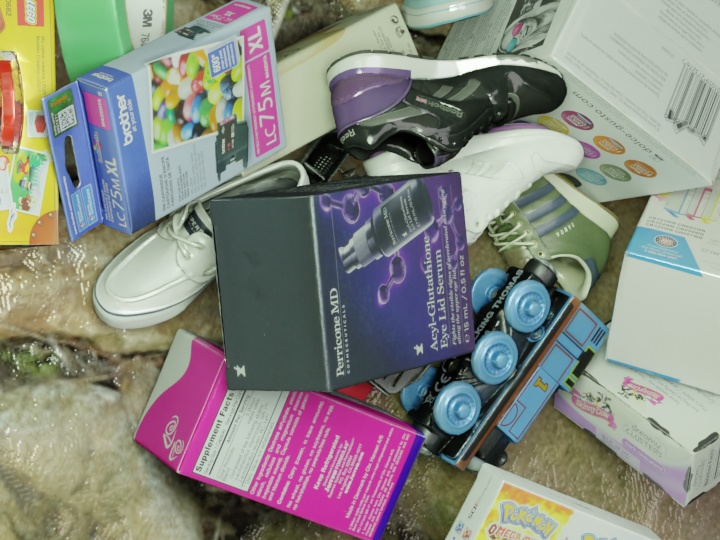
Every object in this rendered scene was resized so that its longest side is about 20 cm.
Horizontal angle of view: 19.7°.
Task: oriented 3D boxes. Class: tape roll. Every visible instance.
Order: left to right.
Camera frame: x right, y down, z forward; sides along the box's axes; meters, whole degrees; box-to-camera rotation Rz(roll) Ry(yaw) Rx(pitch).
[{"bbox_3d":[-0.184,-0.220,1.563,0.048,0.200,0.203,-2,90,7],"label":"tape roll"}]

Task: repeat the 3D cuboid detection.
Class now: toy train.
[{"bbox_3d":[0.122,0.088,1.793,0.114,0.087,0.201,40,80,-29],"label":"toy train"}]

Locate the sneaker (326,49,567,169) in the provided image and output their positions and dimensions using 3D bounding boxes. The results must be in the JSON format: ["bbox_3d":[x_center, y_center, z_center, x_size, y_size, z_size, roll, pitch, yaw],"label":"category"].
[{"bbox_3d":[0.072,-0.119,1.646,0.198,0.076,0.088,-2,67,-16],"label":"sneaker"}]

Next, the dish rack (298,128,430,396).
[{"bbox_3d":[0.000,0.000,1.733,0.200,0.054,0.154,40,69,-12],"label":"dish rack"}]

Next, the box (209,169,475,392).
[{"bbox_3d":[-0.011,0.006,1.589,0.199,0.104,0.150,-14,100,-52],"label":"box"}]

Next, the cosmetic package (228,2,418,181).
[{"bbox_3d":[-0.056,-0.143,1.690,0.199,0.105,0.072,-30,102,-31],"label":"cosmetic package"}]

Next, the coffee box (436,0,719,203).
[{"bbox_3d":[0.214,-0.198,1.806,0.199,0.197,0.201,35,69,-26],"label":"coffee box"}]

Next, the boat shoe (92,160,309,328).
[{"bbox_3d":[-0.127,-0.028,1.635,0.199,0.066,0.074,-35,68,-15],"label":"boat shoe"}]

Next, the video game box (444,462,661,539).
[{"bbox_3d":[0.150,0.284,1.809,0.199,0.047,0.183,23,95,-30],"label":"video game box"}]

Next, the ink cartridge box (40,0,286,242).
[{"bbox_3d":[-0.139,-0.108,1.514,0.199,0.042,0.120,-31,127,-36],"label":"ink cartridge box"}]

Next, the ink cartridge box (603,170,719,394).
[{"bbox_3d":[0.309,-0.008,1.836,0.200,0.127,0.126,-59,159,-49],"label":"ink cartridge box"}]

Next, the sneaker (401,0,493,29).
[{"bbox_3d":[0.060,-0.280,1.719,0.079,0.200,0.132,-13,110,3],"label":"sneaker"}]

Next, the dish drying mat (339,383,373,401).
[{"bbox_3d":[0.019,0.028,1.782,0.077,0.018,0.201,43,67,-23],"label":"dish drying mat"}]

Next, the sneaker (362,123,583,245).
[{"bbox_3d":[0.098,-0.069,1.735,0.198,0.075,0.101,-10,87,-22],"label":"sneaker"}]

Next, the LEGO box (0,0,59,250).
[{"bbox_3d":[-0.285,-0.116,1.515,0.077,0.148,0.202,-1,89,-32],"label":"LEGO box"}]

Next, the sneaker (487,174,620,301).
[{"bbox_3d":[0.147,-0.041,1.835,0.199,0.067,0.091,29,69,-31],"label":"sneaker"}]

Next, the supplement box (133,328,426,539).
[{"bbox_3d":[-0.065,0.133,1.666,0.199,0.101,0.104,25,89,-29],"label":"supplement box"}]

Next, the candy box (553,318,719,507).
[{"bbox_3d":[0.301,0.099,1.869,0.199,0.167,0.072,-29,139,-29],"label":"candy box"}]
